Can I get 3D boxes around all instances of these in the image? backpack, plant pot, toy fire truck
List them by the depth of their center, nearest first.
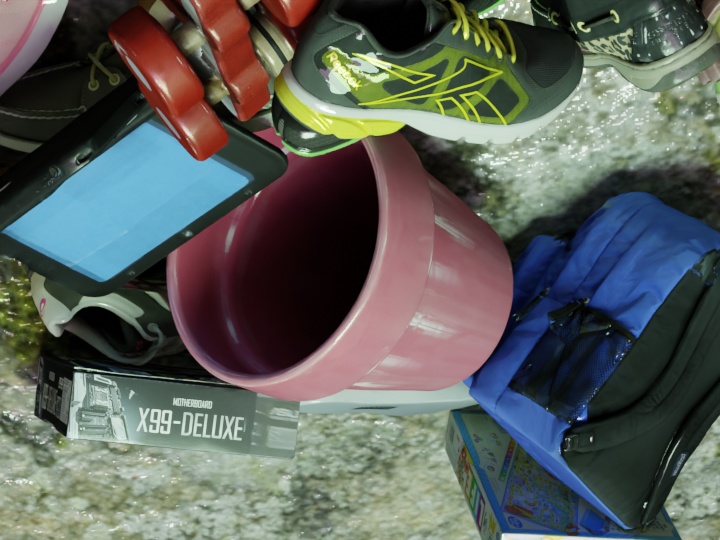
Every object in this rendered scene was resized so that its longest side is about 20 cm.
[{"bbox_3d":[-0.108,-0.171,1.596,0.112,0.168,0.200,-37,163,-5],"label":"toy fire truck"},{"bbox_3d":[0.000,0.000,1.813,0.200,0.200,0.179,-38,143,28],"label":"plant pot"},{"bbox_3d":[0.176,0.044,1.883,0.200,0.168,0.163,-51,147,-4],"label":"backpack"}]

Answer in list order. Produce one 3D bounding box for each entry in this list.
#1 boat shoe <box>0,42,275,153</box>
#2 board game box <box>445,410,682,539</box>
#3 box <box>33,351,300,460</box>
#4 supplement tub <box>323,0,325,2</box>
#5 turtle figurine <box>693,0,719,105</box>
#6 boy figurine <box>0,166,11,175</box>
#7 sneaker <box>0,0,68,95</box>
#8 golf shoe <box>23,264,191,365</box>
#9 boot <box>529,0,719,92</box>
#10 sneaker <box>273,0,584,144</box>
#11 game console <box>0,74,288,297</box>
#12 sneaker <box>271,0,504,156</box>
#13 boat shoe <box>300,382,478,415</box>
[{"bbox_3d":[-0.146,-0.121,1.744,0.201,0.072,0.060,-6,136,-3],"label":"boat shoe"},{"bbox_3d":[0.146,0.163,1.979,0.134,0.200,0.034,4,112,-10],"label":"board game box"},{"bbox_3d":[-0.139,0.094,1.889,0.157,0.200,0.050,6,90,-13],"label":"box"},{"bbox_3d":[-0.048,-0.246,1.607,0.107,0.107,0.200,-34,129,25],"label":"supplement tub"},{"bbox_3d":[0.285,-0.137,1.698,0.144,0.194,0.200,-29,135,18],"label":"turtle figurine"},{"bbox_3d":[-0.284,-0.039,1.817,0.199,0.065,0.125,2,132,-5],"label":"boy figurine"},{"bbox_3d":[-0.259,-0.159,1.688,0.104,0.076,0.200,18,135,-30],"label":"sneaker"},{"bbox_3d":[-0.144,0.037,1.895,0.199,0.088,0.077,18,129,-25],"label":"golf shoe"},{"bbox_3d":[0.135,-0.197,1.627,0.073,0.204,0.154,-34,113,-8],"label":"boot"},{"bbox_3d":[0.051,-0.124,1.573,0.199,0.075,0.085,-8,142,-29],"label":"sneaker"},{"bbox_3d":[-0.172,-0.028,1.705,0.200,0.176,0.116,-34,102,33],"label":"game console"},{"bbox_3d":[0.016,-0.155,1.690,0.200,0.077,0.084,-45,164,2],"label":"sneaker"},{"bbox_3d":[0.019,0.068,1.956,0.200,0.066,0.070,2,168,-38],"label":"boat shoe"}]
